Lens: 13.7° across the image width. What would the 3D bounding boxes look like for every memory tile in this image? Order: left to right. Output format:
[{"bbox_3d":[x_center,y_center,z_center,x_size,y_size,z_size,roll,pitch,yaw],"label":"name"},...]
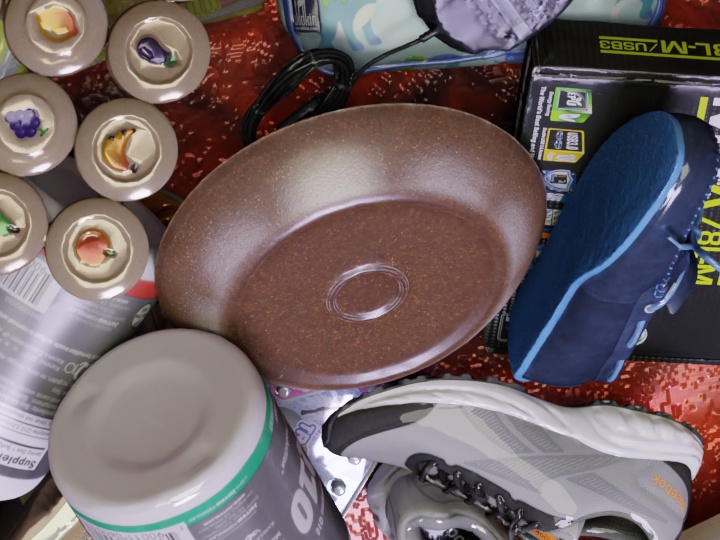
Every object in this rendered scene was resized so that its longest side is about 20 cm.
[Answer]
[{"bbox_3d":[-0.153,-0.094,1.431,0.153,0.017,0.200,16,89,-4],"label":"memory tile"}]

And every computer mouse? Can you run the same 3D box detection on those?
[{"bbox_3d":[0.025,-0.116,1.466,0.200,0.034,0.059,-30,124,9],"label":"computer mouse"}]

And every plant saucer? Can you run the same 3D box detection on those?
[{"bbox_3d":[0.000,0.000,1.478,0.200,0.037,0.201,-11,141,-9],"label":"plant saucer"}]

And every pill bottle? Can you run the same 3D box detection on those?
[{"bbox_3d":[-0.189,0.043,1.517,0.116,0.116,0.200,31,104,-12],"label":"pill bottle"},{"bbox_3d":[-0.070,0.130,1.511,0.113,0.113,0.200,-23,137,3],"label":"pill bottle"}]

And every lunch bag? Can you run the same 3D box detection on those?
[{"bbox_3d":[0.051,-0.184,1.503,0.200,0.082,0.161,-3,104,-4],"label":"lunch bag"}]

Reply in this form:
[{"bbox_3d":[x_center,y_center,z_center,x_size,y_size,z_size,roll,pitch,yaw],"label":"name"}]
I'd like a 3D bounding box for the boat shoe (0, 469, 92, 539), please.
[{"bbox_3d":[-0.155,0.143,1.570,0.076,0.072,0.200,37,102,-27],"label":"boat shoe"}]

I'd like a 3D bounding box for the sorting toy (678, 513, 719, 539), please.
[{"bbox_3d":[0.175,0.244,1.607,0.200,0.070,0.199,-26,127,-1],"label":"sorting toy"}]

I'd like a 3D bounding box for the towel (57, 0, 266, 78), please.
[{"bbox_3d":[-0.120,-0.204,1.484,0.144,0.023,0.200,-24,111,-28],"label":"towel"}]

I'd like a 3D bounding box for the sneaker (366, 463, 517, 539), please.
[{"bbox_3d":[0.083,0.181,1.617,0.200,0.081,0.075,42,98,-16],"label":"sneaker"}]

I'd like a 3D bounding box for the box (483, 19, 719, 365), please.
[{"bbox_3d":[0.169,-0.035,1.534,0.193,0.048,0.200,5,133,-4],"label":"box"}]

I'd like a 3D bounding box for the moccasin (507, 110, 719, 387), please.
[{"bbox_3d":[0.136,-0.012,1.485,0.068,0.081,0.200,12,147,-16],"label":"moccasin"}]

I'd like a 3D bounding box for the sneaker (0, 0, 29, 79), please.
[{"bbox_3d":[-0.240,-0.075,1.530,0.105,0.076,0.200,35,103,6],"label":"sneaker"}]

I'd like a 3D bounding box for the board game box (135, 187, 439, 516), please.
[{"bbox_3d":[-0.087,0.078,1.601,0.200,0.026,0.200,28,103,-12],"label":"board game box"}]

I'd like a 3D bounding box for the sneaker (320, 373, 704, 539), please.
[{"bbox_3d":[0.078,0.103,1.551,0.200,0.074,0.079,10,72,-4],"label":"sneaker"}]
